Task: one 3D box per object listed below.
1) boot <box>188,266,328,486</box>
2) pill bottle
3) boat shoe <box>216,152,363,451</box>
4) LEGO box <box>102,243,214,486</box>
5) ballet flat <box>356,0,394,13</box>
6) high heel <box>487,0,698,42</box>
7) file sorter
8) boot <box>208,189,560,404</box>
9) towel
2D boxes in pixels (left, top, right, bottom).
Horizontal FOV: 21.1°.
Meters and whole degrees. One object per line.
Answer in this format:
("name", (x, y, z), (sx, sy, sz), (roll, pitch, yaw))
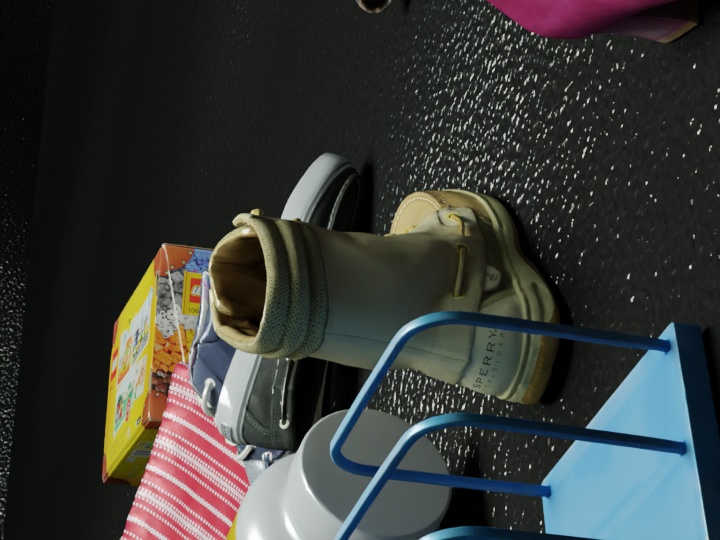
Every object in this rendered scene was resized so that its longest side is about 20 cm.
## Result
("boot", (-0.075, 0.097, 1.290), (0.073, 0.090, 0.200), (154, 123, -71))
("pill bottle", (-0.021, 0.166, 1.029), (0.200, 0.112, 0.112), (113, 158, -44))
("boat shoe", (-0.031, 0.023, 1.237), (0.069, 0.057, 0.200), (49, -122, -65))
("LEGO box", (-0.154, 0.085, 1.599), (0.200, 0.077, 0.149), (132, 143, -63))
("ballet flat", (0.031, -0.222, 1.155), (0.200, 0.069, 0.071), (118, 137, -60))
("high heel", (0.114, -0.143, 0.746), (0.200, 0.096, 0.067), (146, 131, -69))
("file sorter", (0.062, 0.132, 0.741), (0.139, 0.123, 0.200), (120, 154, -51))
("boot", (0.000, 0.000, 0.960), (0.200, 0.155, 0.073), (-116, 37, -63))
("towel", (-0.126, 0.180, 1.427), (0.145, 0.022, 0.200), (30, 104, 49))
